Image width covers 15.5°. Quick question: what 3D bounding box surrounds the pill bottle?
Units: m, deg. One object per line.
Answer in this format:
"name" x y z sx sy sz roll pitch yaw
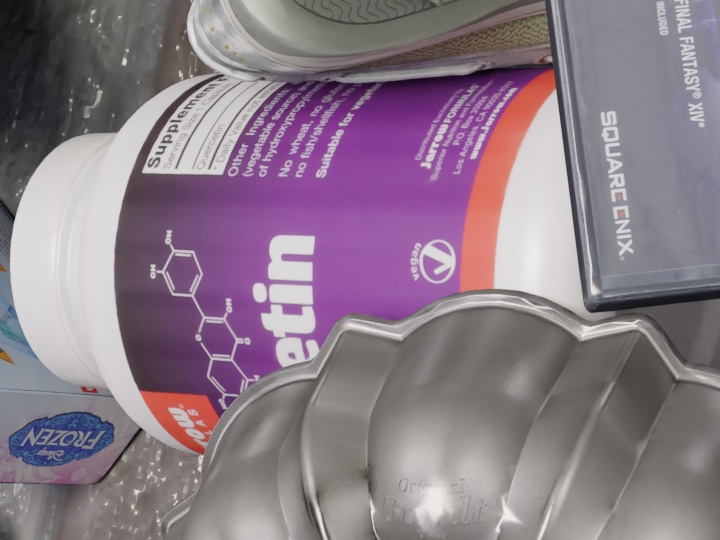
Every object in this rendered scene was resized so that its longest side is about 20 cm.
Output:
"pill bottle" 0.000 0.000 0.746 0.199 0.112 0.113 1 85 35

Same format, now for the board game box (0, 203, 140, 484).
"board game box" -0.188 -0.016 0.825 0.041 0.199 0.200 -52 59 19

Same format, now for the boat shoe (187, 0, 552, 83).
"boat shoe" 0.053 -0.089 0.695 0.065 0.201 0.075 144 109 -69

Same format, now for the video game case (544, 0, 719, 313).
"video game case" 0.144 -0.072 0.646 0.198 0.019 0.144 -6 79 -1

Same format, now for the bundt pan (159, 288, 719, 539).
"bundt pan" 0.030 0.112 0.642 0.200 0.076 0.204 5 107 16
